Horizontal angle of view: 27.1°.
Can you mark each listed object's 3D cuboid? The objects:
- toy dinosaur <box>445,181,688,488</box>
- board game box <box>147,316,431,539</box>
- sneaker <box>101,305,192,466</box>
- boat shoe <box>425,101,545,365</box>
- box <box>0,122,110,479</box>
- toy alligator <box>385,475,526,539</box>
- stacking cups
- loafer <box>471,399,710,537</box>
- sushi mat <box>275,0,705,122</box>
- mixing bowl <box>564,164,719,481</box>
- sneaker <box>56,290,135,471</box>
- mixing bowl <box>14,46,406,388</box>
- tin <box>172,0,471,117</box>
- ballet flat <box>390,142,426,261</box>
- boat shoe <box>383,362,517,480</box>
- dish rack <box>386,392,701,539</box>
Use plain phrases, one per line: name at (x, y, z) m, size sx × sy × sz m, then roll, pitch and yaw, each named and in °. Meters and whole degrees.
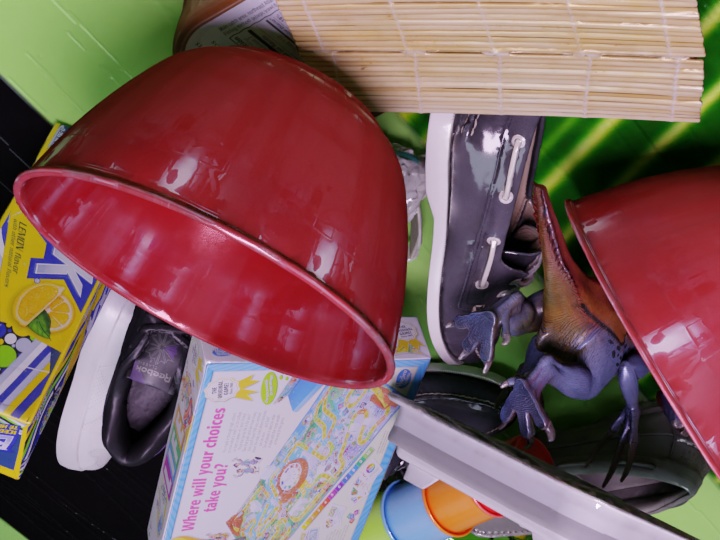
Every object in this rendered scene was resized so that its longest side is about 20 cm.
toy dinosaur at (0.142, 0.046, 0.827) m, size 0.105 × 0.181 × 0.200 m, roll 50°, pitch 133°, yaw 29°
board game box at (-0.048, 0.108, 0.904) m, size 0.134 × 0.034 × 0.201 m, roll 0°, pitch 135°, yaw -20°
sneaker at (-0.103, 0.031, 0.890) m, size 0.075 × 0.088 × 0.201 m, roll 20°, pitch 116°, yaw -3°
boat shoe at (0.073, -0.021, 0.824) m, size 0.060 × 0.074 × 0.201 m, roll 10°, pitch 131°, yaw 16°
box at (-0.184, 0.012, 0.851) m, size 0.070 × 0.201 × 0.064 m, roll 22°, pitch 141°, yaw -4°
toy alligator at (0.091, 0.200, 1.078) m, size 0.199 × 0.059 × 0.054 m, roll 29°, pitch 176°, yaw 13°
stacking cups at (0.047, 0.157, 1.006) m, size 0.060 × 0.061 × 0.200 m, roll 39°, pitch 132°, yaw -23°
loafer at (0.139, 0.143, 0.977) m, size 0.070 × 0.070 × 0.200 m, roll 42°, pitch 133°, yaw -22°
sushi mat at (0.062, -0.104, 0.706) m, size 0.199 × 0.012 × 0.096 m, roll 3°, pitch 146°, yaw 15°
mixing bowl at (0.201, 0.022, 0.754) m, size 0.108 × 0.200 × 0.200 m, roll -31°, pitch 123°, yaw 13°
sneaker at (-0.139, 0.093, 1.024) m, size 0.115 × 0.074 × 0.200 m, roll 24°, pitch 138°, yaw -2°
mixing bowl at (-0.054, -0.037, 0.725) m, size 0.199 × 0.109 × 0.200 m, roll 23°, pitch 163°, yaw 8°
tin at (-0.012, -0.125, 0.746) m, size 0.200 × 0.042 × 0.112 m, roll -21°, pitch 130°, yaw 41°
ballet flat at (0.000, 0.000, 0.878) m, size 0.071 × 0.072 × 0.200 m, roll 18°, pitch 140°, yaw -1°
boat shoe at (0.011, 0.109, 0.991) m, size 0.198 × 0.066 × 0.075 m, roll -3°, pitch 135°, yaw 23°
dish rack at (0.111, 0.133, 0.816) m, size 0.171 × 0.044 × 0.200 m, roll 28°, pitch 175°, yaw -34°
